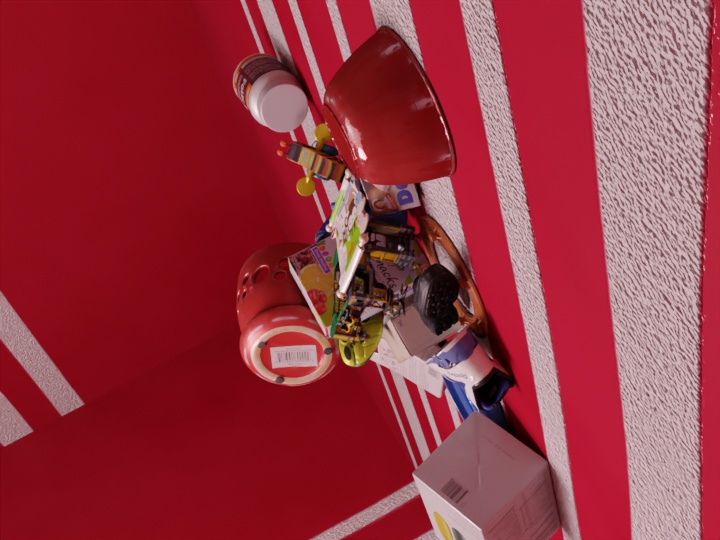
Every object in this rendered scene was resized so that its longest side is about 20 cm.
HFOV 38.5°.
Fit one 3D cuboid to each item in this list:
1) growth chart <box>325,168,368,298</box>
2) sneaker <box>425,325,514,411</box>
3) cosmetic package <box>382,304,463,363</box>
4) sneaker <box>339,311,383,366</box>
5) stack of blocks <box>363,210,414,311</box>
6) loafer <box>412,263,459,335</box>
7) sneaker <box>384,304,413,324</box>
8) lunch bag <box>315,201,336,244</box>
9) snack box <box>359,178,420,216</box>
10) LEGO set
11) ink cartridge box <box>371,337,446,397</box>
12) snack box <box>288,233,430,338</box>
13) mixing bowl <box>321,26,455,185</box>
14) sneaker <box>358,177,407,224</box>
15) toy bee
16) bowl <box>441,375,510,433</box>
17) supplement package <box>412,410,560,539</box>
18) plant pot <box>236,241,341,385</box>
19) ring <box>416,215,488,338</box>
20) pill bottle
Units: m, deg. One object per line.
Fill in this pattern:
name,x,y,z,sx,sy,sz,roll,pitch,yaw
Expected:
growth chart,-0.019,-0.061,1.521,0.201,0.018,0.146,-100,23,-51
sneaker,0.161,0.152,1.513,0.115,0.080,0.199,50,178,6
cosmetic package,0.099,0.097,1.726,0.074,0.103,0.200,61,174,4
sneaker,0.011,0.095,1.746,0.201,0.073,0.084,-77,-19,-51
stack of blocks,0.038,-0.042,1.828,0.115,0.058,0.201,52,167,57
loafer,0.100,0.033,1.469,0.071,0.068,0.201,52,173,20
sneaker,0.087,0.113,1.982,0.090,0.078,0.200,58,173,8
lunch bag,-0.022,-0.039,1.911,0.093,0.151,0.202,3,123,33
snack box,0.023,-0.166,1.422,0.024,0.071,0.201,-88,-19,-51
LEGO set,0.028,0.017,1.562,0.154,0.115,0.201,114,161,-44
ink cartridge box,0.088,0.160,1.942,0.175,0.045,0.200,29,164,11
snack box,0.000,0.000,1.678,0.143,0.199,0.053,60,170,22
mixing bowl,0.021,-0.181,1.253,0.201,0.108,0.200,62,172,14
sneaker,0.034,-0.114,1.534,0.201,0.065,0.079,73,178,-45
toy bee,-0.099,-0.206,1.939,0.199,0.108,0.132,-3,77,60
bowl,0.193,0.219,1.746,0.202,0.039,0.201,62,173,14
supplement package,0.201,0.361,1.615,0.151,0.150,0.201,33,155,39
plant pot,-0.117,0.079,1.779,0.183,0.198,0.201,-94,-14,-51
ring,0.131,0.013,1.520,0.202,0.019,0.201,61,173,12
pill bottle,-0.176,-0.349,2.033,0.115,0.113,0.200,67,172,-31
